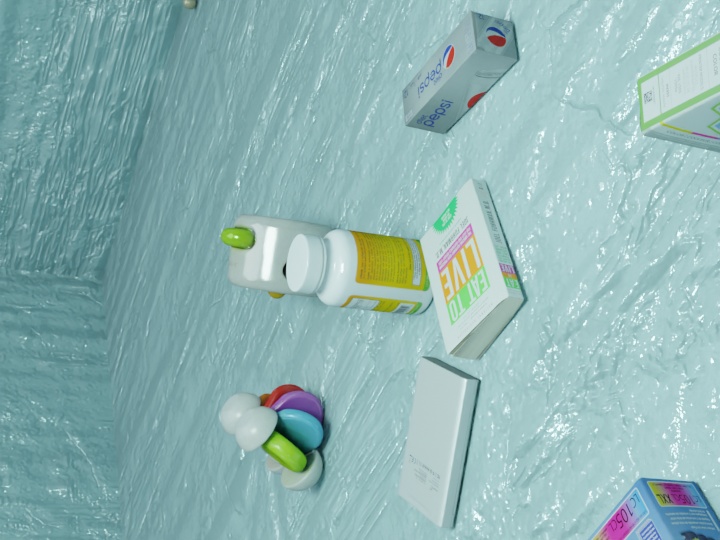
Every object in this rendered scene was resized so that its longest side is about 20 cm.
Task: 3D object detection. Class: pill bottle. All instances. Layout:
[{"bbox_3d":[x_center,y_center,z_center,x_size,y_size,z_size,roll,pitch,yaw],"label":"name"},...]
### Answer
[{"bbox_3d":[0.000,0.000,1.434,0.111,0.199,0.112,-28,59,60],"label":"pill bottle"}]

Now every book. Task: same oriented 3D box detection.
[{"bbox_3d":[0.146,-0.003,1.316,0.134,0.048,0.201,-54,35,40],"label":"book"}]

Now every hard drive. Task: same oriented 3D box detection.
[{"bbox_3d":[0.103,0.230,1.360,0.132,0.026,0.201,-159,78,-64],"label":"hard drive"}]

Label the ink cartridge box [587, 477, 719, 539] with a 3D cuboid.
[{"bbox_3d":[0.286,0.307,0.893,0.137,0.076,0.200,-65,32,35],"label":"ink cartridge box"}]

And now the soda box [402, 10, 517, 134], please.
[{"bbox_3d":[0.133,-0.268,1.375,0.200,0.068,0.064,-42,46,54],"label":"soda box"}]

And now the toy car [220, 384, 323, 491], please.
[{"bbox_3d":[-0.133,0.272,1.738,0.150,0.175,0.200,-47,23,-10],"label":"toy car"}]

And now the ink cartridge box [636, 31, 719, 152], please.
[{"bbox_3d":[0.343,-0.167,0.855,0.200,0.103,0.060,-28,59,60],"label":"ink cartridge box"}]

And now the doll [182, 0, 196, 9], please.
[{"bbox_3d":[-0.481,-0.853,2.869,0.136,0.048,0.201,-147,67,-64],"label":"doll"}]

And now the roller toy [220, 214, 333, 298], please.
[{"bbox_3d":[-0.137,-0.020,1.761,0.182,0.199,0.140,2,-84,-80],"label":"roller toy"}]
